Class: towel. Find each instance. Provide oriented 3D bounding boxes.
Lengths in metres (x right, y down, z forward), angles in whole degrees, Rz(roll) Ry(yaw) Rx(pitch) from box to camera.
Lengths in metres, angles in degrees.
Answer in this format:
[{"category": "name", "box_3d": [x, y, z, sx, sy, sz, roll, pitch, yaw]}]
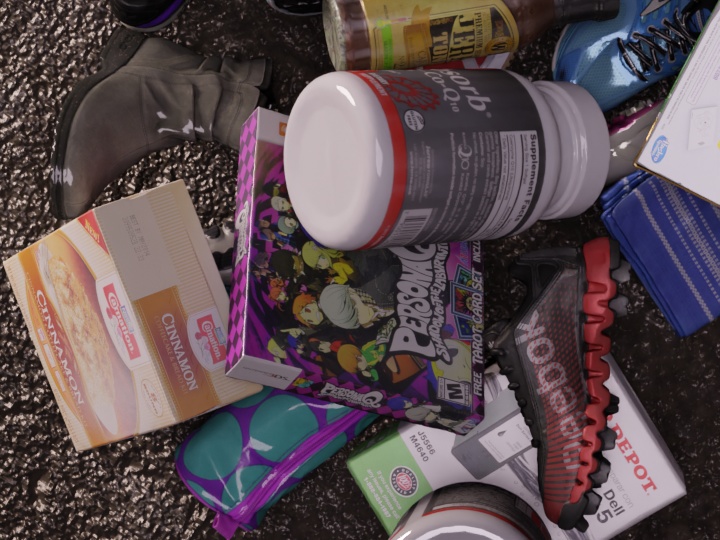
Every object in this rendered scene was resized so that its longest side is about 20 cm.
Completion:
[{"category": "towel", "box_3d": [0.280, -0.049, 1.431, 0.200, 0.024, 0.145, -32, 122, 6]}]

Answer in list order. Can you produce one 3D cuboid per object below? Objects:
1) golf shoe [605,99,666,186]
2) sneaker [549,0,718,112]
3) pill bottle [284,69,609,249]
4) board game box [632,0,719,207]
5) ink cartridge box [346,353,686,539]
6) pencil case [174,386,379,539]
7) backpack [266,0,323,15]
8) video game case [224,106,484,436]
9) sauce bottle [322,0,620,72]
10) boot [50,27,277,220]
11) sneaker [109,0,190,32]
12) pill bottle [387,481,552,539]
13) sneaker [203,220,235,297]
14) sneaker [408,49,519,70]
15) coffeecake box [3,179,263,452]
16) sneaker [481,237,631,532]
[{"category": "golf shoe", "box_3d": [0.230, -0.089, 1.445, 0.200, 0.075, 0.092, -29, 93, 7]}, {"category": "sneaker", "box_3d": [0.220, -0.178, 1.421, 0.200, 0.090, 0.078, -37, 107, 3]}, {"category": "pill bottle", "box_3d": [0.060, -0.077, 1.358, 0.200, 0.116, 0.116, -5, 92, -34]}, {"category": "board game box", "box_3d": [0.305, -0.092, 1.352, 0.200, 0.040, 0.153, 29, 98, 8]}, {"category": "ink cartridge box", "box_3d": [0.113, 0.143, 1.457, 0.200, 0.084, 0.146, -32, 89, 6]}, {"category": "pencil case", "box_3d": [-0.037, 0.101, 1.462, 0.200, 0.092, 0.085, -41, 130, 11]}, {"category": "backpack", "box_3d": [0.003, -0.267, 1.409, 0.200, 0.178, 0.151, -36, 81, 14]}, {"category": "video game case", "box_3d": [0.000, 0.000, 1.386, 0.181, 0.036, 0.200, 16, 56, -21]}, {"category": "sauce bottle", "box_3d": [0.077, -0.177, 1.381, 0.200, 0.065, 0.065, -11, 91, -7]}, {"category": "boot", "box_3d": [-0.134, -0.102, 1.429, 0.131, 0.200, 0.068, 11, 132, 9]}, {"category": "sneaker", "box_3d": [-0.121, -0.261, 1.456, 0.070, 0.100, 0.200, 28, 95, 2]}, {"category": "pill bottle", "box_3d": [0.071, 0.199, 1.320, 0.116, 0.200, 0.116, 0, 92, 7]}, {"category": "sneaker", "box_3d": [-0.034, -0.006, 1.481, 0.200, 0.078, 0.080, -11, 127, -2]}, {"category": "sneaker", "box_3d": [0.065, -0.184, 1.457, 0.112, 0.071, 0.200, 30, 97, 0]}, {"category": "coffeecake box", "box_3d": [-0.163, 0.036, 1.420, 0.073, 0.200, 0.154, -21, 90, -29]}, {"category": "sneaker", "box_3d": [0.129, 0.075, 1.377, 0.098, 0.071, 0.201, 4, 88, 5]}]
